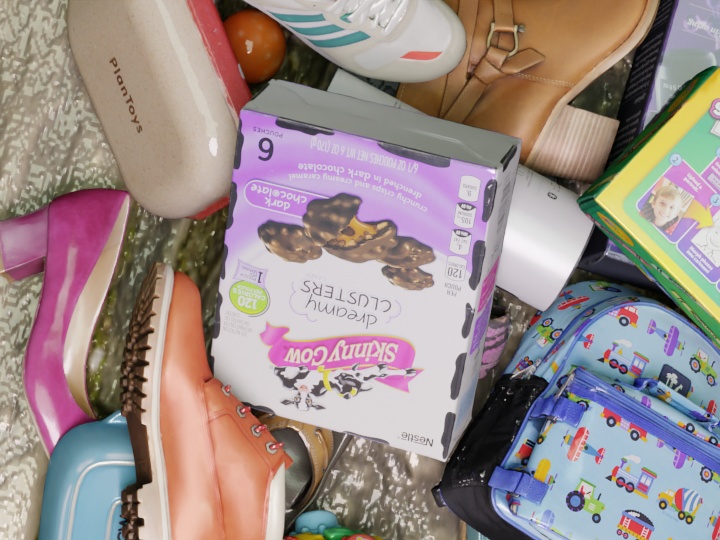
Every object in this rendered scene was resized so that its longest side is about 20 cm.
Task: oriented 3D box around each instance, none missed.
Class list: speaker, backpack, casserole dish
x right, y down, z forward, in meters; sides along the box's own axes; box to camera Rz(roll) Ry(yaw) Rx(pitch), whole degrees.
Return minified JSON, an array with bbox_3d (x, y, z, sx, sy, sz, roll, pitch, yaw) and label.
[{"bbox_3d":[0.052,-0.054,1.509,0.199,0.081,0.082,27,84,-4],"label":"speaker"},{"bbox_3d":[0.174,0.109,1.509,0.182,0.134,0.201,35,73,-14],"label":"backpack"},{"bbox_3d":[-0.150,0.190,1.497,0.120,0.039,0.202,5,102,-12],"label":"casserole dish"}]

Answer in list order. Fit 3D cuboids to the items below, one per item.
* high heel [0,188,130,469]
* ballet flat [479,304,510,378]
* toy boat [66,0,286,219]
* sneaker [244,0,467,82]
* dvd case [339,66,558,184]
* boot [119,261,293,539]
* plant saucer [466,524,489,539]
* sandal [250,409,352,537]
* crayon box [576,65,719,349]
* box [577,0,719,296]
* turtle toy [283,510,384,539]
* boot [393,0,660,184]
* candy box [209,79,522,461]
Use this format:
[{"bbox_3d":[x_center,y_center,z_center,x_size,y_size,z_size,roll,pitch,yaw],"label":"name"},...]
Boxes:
[{"bbox_3d":[-0.178,0.047,1.527,0.095,0.067,0.202,-15,75,3],"label":"high heel"},{"bbox_3d":[0.011,0.004,1.539,0.199,0.069,0.072,26,108,-6],"label":"ballet flat"},{"bbox_3d":[-0.107,-0.142,1.533,0.130,0.130,0.201,-21,88,-36],"label":"toy boat"},{"bbox_3d":[-0.015,-0.173,1.451,0.199,0.093,0.071,28,91,-17],"label":"sneaker"},{"bbox_3d":[0.059,-0.153,1.581,0.149,0.025,0.202,-1,85,-5],"label":"dvd case"},{"bbox_3d":[-0.096,0.094,1.442,0.106,0.075,0.202,-2,92,-15],"label":"boot"},{"bbox_3d":[0.108,0.210,1.562,0.069,0.019,0.202,-2,87,-5],"label":"plant saucer"},{"bbox_3d":[-0.056,0.121,1.536,0.081,0.055,0.201,31,84,-2],"label":"sandal"},{"bbox_3d":[0.251,-0.017,1.465,0.200,0.058,0.119,45,83,-2],"label":"crayon box"},{"bbox_3d":[0.247,-0.077,1.551,0.147,0.104,0.202,16,84,-4],"label":"box"},{"bbox_3d":[-0.019,0.222,1.466,0.146,0.200,0.101,-43,116,-14],"label":"turtle toy"},{"bbox_3d":[0.114,-0.168,1.546,0.154,0.077,0.202,18,92,0],"label":"boot"},{"bbox_3d":[0.000,0.000,1.448,0.166,0.072,0.202,14,113,12],"label":"candy box"}]
